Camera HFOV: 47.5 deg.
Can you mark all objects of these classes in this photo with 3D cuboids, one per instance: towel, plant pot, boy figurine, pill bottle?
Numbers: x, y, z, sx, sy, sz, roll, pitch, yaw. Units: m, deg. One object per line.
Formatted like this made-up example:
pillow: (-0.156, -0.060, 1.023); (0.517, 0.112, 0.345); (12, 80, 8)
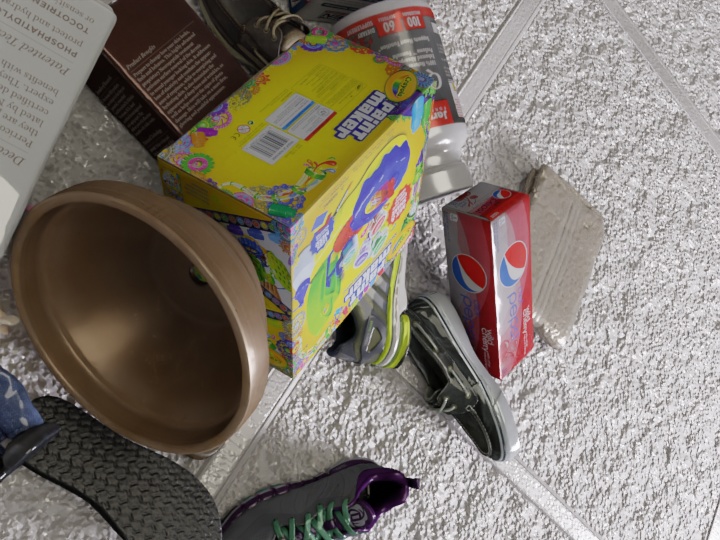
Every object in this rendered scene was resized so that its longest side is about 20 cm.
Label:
towel: (0.229, -0.020, 1.006); (0.132, 0.034, 0.200); (37, 63, -21)
plant pot: (-0.138, 0.022, 0.578); (0.201, 0.201, 0.093); (58, 37, -11)
boy figurine: (-0.304, 0.061, 0.587); (0.124, 0.064, 0.200); (-38, 94, 4)
pill bottle: (0.046, -0.170, 0.859); (0.116, 0.116, 0.200); (-17, 90, -35)

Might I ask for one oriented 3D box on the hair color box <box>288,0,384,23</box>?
hair color box: (0.016, -0.313, 0.815); (0.100, 0.200, 0.061); (-3, 83, -35)

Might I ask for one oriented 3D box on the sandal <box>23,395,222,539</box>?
sandal: (-0.196, 0.175, 0.674); (0.200, 0.048, 0.075); (41, 61, -7)

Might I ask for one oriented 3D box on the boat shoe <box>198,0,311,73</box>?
boat shoe: (-0.079, -0.227, 0.811); (0.200, 0.073, 0.075); (49, 58, -17)

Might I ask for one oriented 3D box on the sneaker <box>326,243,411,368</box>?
sneaker: (0.000, 0.000, 0.823); (0.081, 0.074, 0.200); (0, 79, -31)

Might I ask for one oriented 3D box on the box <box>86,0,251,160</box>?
box: (-0.159, -0.155, 0.744); (0.200, 0.075, 0.100); (50, 58, -18)

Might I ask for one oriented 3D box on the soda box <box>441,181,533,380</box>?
soda box: (0.137, 0.013, 0.865); (0.070, 0.063, 0.200); (-35, 130, -34)

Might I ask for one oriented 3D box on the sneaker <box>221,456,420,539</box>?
sneaker: (-0.041, 0.222, 0.738); (0.200, 0.087, 0.075); (-23, 94, -36)

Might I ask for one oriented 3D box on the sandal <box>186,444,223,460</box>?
sandal: (-0.113, 0.072, 0.739); (0.082, 0.055, 0.200); (40, 61, -21)

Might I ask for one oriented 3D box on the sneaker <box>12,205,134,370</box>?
sneaker: (-0.201, 0.025, 0.685); (0.095, 0.079, 0.200); (-34, 102, -46)

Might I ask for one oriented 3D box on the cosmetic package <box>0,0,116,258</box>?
cosmetic package: (-0.306, -0.117, 0.576); (0.166, 0.167, 0.200); (28, 67, -28)

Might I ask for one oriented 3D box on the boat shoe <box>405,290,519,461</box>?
boat shoe: (0.095, 0.122, 0.872); (0.071, 0.072, 0.200); (-28, 87, -26)

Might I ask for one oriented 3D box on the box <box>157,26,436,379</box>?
box: (-0.047, -0.057, 0.685); (0.122, 0.193, 0.200); (28, 55, 18)
